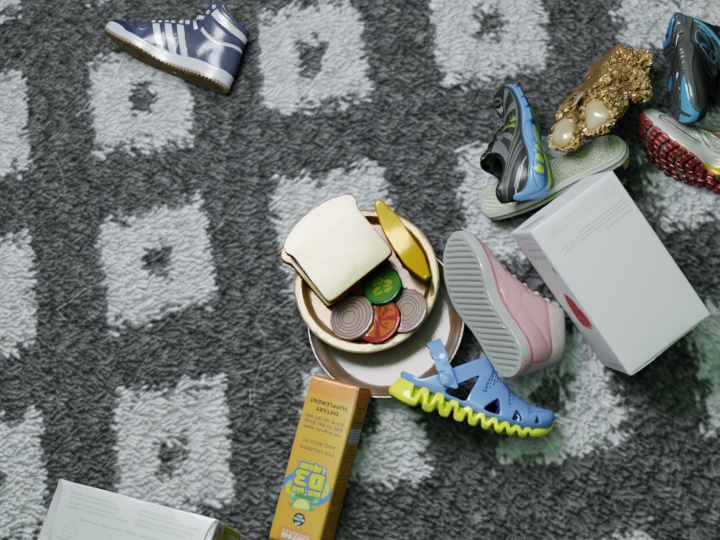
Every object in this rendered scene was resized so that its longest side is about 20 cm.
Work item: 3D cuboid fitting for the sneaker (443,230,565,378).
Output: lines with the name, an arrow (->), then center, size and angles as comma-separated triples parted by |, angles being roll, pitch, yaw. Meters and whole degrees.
sneaker -> 0.179, 0.039, 1.438 | 0.104, 0.076, 0.201 | -4, 55, -36

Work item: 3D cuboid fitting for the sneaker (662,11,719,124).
sneaker -> 0.423, -0.252, 1.463 | 0.081, 0.074, 0.201 | 10, 47, 3

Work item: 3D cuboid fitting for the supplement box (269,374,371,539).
supplement box -> -0.047, 0.230, 1.413 | 0.066, 0.069, 0.202 | 13, 87, 14

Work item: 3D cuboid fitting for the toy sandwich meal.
toy sandwich meal -> 0.000, 0.000, 1.458 | 0.203, 0.070, 0.207 | -3, 72, 9

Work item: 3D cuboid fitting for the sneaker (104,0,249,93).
sneaker -> -0.248, -0.330, 1.643 | 0.198, 0.070, 0.109 | 24, 83, 10

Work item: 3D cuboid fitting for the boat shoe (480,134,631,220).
boat shoe -> 0.246, -0.104, 1.481 | 0.198, 0.062, 0.075 | -22, 44, 19

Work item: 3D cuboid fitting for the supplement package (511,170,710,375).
supplement package -> 0.287, 0.003, 1.375 | 0.119, 0.121, 0.201 | -36, 93, -3

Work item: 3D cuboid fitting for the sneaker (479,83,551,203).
sneaker -> 0.184, -0.160, 1.479 | 0.082, 0.071, 0.201 | -18, 44, 16

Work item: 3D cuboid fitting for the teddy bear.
teddy bear -> 0.303, -0.207, 1.473 | 0.067, 0.200, 0.145 | 45, 119, -9

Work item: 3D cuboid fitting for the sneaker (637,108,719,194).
sneaker -> 0.434, -0.146, 1.463 | 0.199, 0.078, 0.083 | 30, 71, 11

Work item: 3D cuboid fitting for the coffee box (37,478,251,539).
coffee box -> -0.253, 0.372, 1.348 | 0.198, 0.198, 0.202 | 12, 73, 15

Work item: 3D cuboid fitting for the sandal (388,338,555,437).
sandal -> 0.138, 0.141, 1.400 | 0.198, 0.079, 0.088 | 19, 84, 0

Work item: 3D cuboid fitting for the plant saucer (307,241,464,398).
plant saucer -> 0.033, 0.063, 1.485 | 0.198, 0.032, 0.202 | -3, 72, 10
